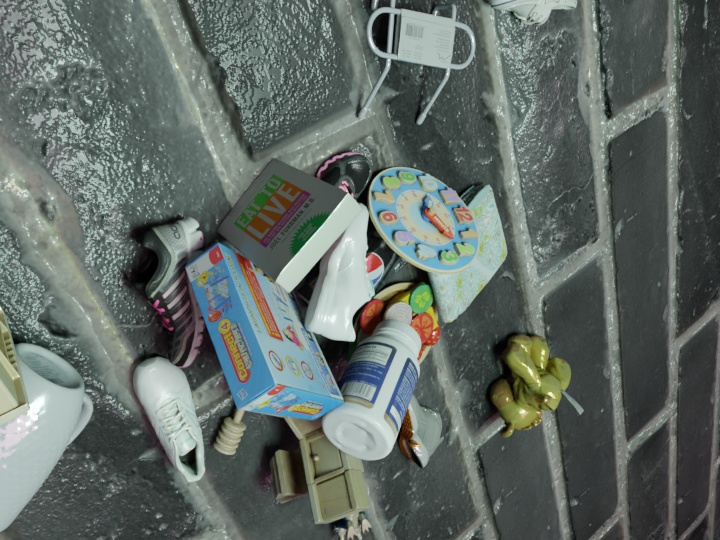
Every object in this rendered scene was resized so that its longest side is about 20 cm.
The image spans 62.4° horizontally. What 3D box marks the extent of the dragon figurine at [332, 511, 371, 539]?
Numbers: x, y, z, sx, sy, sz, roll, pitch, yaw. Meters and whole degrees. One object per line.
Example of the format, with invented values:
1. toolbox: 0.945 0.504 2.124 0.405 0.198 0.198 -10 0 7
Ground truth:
1. dragon figurine: -0.031 0.424 1.097 0.058 0.099 0.203 -19 99 -25

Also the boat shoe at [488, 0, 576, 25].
1. boat shoe: 0.287 -0.436 0.969 0.198 0.070 0.071 -26 119 -31

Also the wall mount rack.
1. wall mount rack: 0.072 -0.306 0.871 0.198 0.074 0.177 -4 107 -33

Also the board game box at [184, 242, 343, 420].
1. board game box: -0.120 0.086 0.772 0.055 0.202 0.196 -32 154 10

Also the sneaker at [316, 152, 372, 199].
1. sneaker: -0.047 -0.092 0.858 0.200 0.095 0.079 -44 125 -14

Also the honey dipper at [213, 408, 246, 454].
1. honey dipper: -0.173 0.185 0.919 0.038 0.038 0.202 20 95 -38

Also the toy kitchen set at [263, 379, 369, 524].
1. toy kitchen set: -0.115 0.277 0.895 0.162 0.202 0.180 -28 149 20

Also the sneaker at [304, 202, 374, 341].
1. sneaker: -0.013 0.004 0.865 0.087 0.075 0.203 22 75 -16

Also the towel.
1. towel: 0.187 -0.033 1.046 0.200 0.048 0.173 -44 128 -30

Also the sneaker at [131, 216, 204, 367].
1. sneaker: -0.255 0.032 0.778 0.086 0.073 0.203 -5 106 -33

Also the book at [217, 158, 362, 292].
1. book: -0.099 -0.062 0.765 0.134 0.199 0.048 -49 128 -8

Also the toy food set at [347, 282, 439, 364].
1. toy food set: 0.062 0.116 1.045 0.199 0.048 0.200 -34 124 -19

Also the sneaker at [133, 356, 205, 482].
1. sneaker: -0.259 0.212 0.842 0.070 0.080 0.203 -25 120 -22

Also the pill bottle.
1. pill bottle: 0.026 0.172 0.902 0.201 0.109 0.112 -60 139 -45

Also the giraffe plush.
1. giraffe plush: 0.344 0.256 1.244 0.171 0.201 0.163 4 135 -39

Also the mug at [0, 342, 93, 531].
1. mug: -0.402 0.186 0.703 0.176 0.147 0.200 -52 161 -3

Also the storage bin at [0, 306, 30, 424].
1. storage bin: -0.460 0.098 0.581 0.198 0.198 0.095 -28 131 -22

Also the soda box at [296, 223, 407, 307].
1. soda box: 0.000 0.000 0.940 0.200 0.071 0.064 -43 124 -14

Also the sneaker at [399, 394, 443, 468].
1. sneaker: 0.111 0.283 1.140 0.092 0.075 0.202 -38 133 -25

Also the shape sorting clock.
1. shape sorting clock: 0.101 -0.082 0.917 0.198 0.202 0.039 2 146 -35
